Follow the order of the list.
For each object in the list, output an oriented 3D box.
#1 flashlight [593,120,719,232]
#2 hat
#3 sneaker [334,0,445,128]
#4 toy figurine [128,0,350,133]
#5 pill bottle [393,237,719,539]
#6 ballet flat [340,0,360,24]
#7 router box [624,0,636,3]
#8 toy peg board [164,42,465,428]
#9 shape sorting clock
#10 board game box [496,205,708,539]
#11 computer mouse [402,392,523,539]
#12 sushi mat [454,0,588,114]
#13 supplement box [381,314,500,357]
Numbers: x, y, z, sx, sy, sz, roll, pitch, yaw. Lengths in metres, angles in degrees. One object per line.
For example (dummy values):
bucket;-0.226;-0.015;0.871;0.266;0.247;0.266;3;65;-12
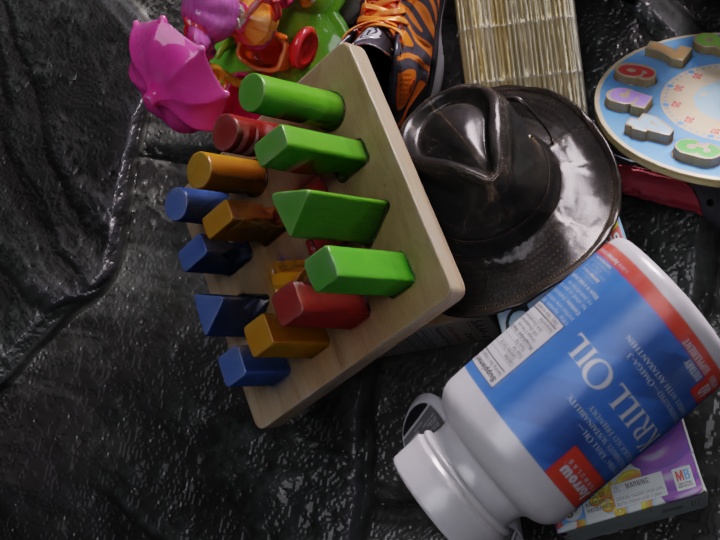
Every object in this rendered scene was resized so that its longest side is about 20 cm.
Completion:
flashlight;0.225;-0.055;0.923;0.198;0.069;0.068;14;44;19
hat;0.081;-0.073;0.875;0.198;0.081;0.203;-11;53;15
sneaker;0.024;-0.201;0.957;0.077;0.112;0.203;3;111;21
toy figurine;-0.095;-0.173;0.957;0.149;0.184;0.202;24;105;20
pill bottle;0.121;0.084;0.785;0.200;0.112;0.112;-42;68;3
ballet flat;-0.038;-0.231;1.062;0.197;0.069;0.070;-2;74;19
router box;0.167;-0.326;1.023;0.199;0.062;0.151;28;85;21
toy peg board;-0.061;-0.024;0.867;0.199;0.097;0.202;-36;64;32
shape sorting clock;0.266;-0.120;0.902;0.197;0.040;0.201;-1;41;1
board game box;0.163;0.076;0.891;0.102;0.105;0.202;-17;70;11
computer mouse;0.093;0.173;0.903;0.043;0.110;0.201;-9;59;-32
sushi mat;0.121;-0.190;0.987;0.094;0.012;0.203;-6;95;15
supplement box;0.000;0.000;0.974;0.197;0.074;0.128;-11;72;12
